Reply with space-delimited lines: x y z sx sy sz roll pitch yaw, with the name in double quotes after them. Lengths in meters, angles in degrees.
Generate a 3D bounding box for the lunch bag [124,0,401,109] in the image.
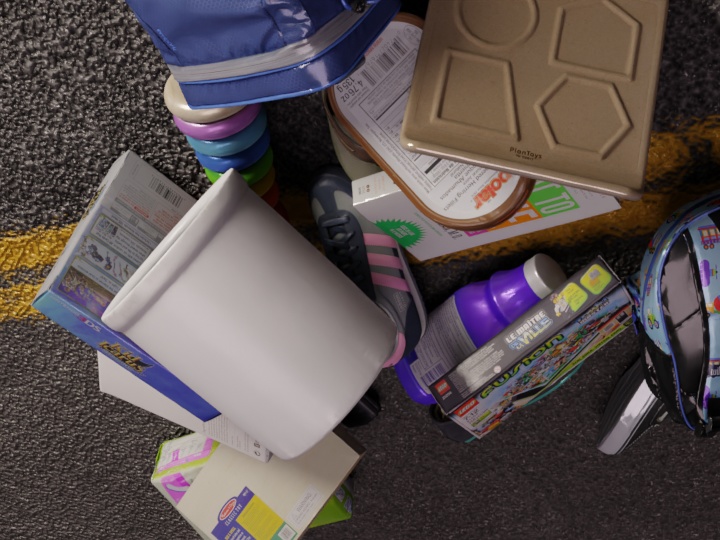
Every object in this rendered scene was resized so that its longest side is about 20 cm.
-0.066 -0.204 0.916 0.199 0.136 0.133 1 133 41 "lunch bag"

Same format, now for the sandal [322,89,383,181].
0.000 -0.136 1.040 0.079 0.057 0.201 -7 129 17 "sandal"

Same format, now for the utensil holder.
-0.092 0.041 1.029 0.200 0.170 0.170 42 126 -12 "utensil holder"

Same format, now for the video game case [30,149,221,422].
-0.183 0.014 1.124 0.200 0.182 0.045 38 137 -20 "video game case"

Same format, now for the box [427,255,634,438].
0.166 0.076 1.120 0.200 0.035 0.110 -38 151 7 "box"

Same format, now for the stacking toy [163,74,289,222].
-0.111 -0.098 1.092 0.085 0.086 0.200 -2 137 13 "stacking toy"

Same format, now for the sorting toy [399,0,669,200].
0.135 -0.153 0.913 0.184 0.201 0.037 12 155 1 "sorting toy"

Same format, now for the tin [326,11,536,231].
0.055 -0.119 0.954 0.112 0.042 0.200 -45 81 15 "tin"

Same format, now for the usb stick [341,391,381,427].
-0.056 0.101 1.276 0.055 0.033 0.200 -25 122 37 "usb stick"

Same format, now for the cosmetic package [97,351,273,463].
-0.156 0.101 1.213 0.199 0.108 0.085 21 134 13 "cosmetic package"

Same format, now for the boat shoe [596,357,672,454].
0.304 0.122 1.192 0.071 0.072 0.200 23 129 -3 "boat shoe"

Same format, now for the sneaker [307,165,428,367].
0.000 0.000 1.121 0.070 0.082 0.200 -17 109 35 "sneaker"

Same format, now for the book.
0.111 -0.072 1.043 0.199 0.048 0.134 -16 153 25 "book"

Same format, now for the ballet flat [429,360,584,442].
0.142 0.115 1.224 0.073 0.073 0.200 34 131 -18 "ballet flat"

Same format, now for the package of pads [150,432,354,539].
-0.126 0.242 1.387 0.199 0.068 0.155 -19 124 22 "package of pads"

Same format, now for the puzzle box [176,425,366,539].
-0.100 0.226 1.292 0.133 0.025 0.200 40 109 11 "puzzle box"

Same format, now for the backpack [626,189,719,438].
0.322 0.016 1.036 0.182 0.135 0.201 -22 115 -3 "backpack"

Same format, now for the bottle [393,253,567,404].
0.117 0.055 1.167 0.065 0.084 0.200 0 147 -47 "bottle"
